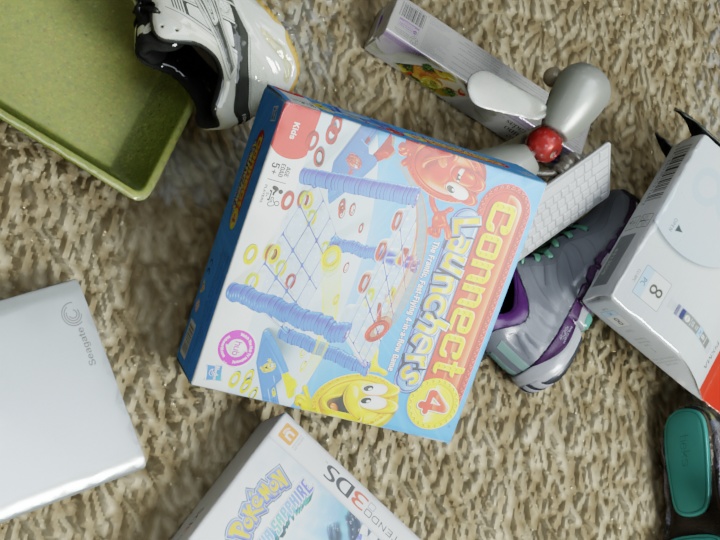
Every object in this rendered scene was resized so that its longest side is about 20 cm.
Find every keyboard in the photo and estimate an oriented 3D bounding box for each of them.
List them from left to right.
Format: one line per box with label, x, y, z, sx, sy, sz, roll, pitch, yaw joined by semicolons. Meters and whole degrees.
keyboard;0.120;-0.029;1.040;0.200;0.056;0.011;-34;55;-24

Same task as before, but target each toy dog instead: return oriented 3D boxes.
toy dog;0.092;-0.086;1.048;0.200;0.132;0.096;-34;55;-25

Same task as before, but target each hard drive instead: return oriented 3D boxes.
hard drive;-0.245;0.094;0.845;0.200;0.027;0.132;-18;83;-34

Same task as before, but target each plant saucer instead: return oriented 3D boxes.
plant saucer;-0.201;-0.168;0.945;0.200;0.048;0.200;32;60;-17

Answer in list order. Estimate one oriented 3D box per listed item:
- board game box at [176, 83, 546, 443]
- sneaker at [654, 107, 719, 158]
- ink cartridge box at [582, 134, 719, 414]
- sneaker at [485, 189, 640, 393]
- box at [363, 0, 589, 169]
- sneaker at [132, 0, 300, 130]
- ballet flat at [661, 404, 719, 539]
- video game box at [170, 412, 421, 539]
board game box;0.000;0.000;0.934;0.195;0.056;0.200;15;102;-21
sneaker;0.327;-0.054;1.195;0.060;0.104;0.200;-48;139;-3
ink cartridge box;0.290;0.018;1.072;0.200;0.047;0.160;38;70;-12
sneaker;0.153;-0.004;1.082;0.087;0.074;0.200;37;60;-9
box;0.096;-0.150;1.116;0.200;0.039;0.042;29;63;-19
sneaker;-0.126;-0.185;0.920;0.088;0.076;0.200;-41;95;-34
ballet flat;0.274;0.208;1.085;0.072;0.072;0.201;17;67;-24
video game box;-0.047;0.226;0.904;0.182;0.047;0.200;43;58;-8
